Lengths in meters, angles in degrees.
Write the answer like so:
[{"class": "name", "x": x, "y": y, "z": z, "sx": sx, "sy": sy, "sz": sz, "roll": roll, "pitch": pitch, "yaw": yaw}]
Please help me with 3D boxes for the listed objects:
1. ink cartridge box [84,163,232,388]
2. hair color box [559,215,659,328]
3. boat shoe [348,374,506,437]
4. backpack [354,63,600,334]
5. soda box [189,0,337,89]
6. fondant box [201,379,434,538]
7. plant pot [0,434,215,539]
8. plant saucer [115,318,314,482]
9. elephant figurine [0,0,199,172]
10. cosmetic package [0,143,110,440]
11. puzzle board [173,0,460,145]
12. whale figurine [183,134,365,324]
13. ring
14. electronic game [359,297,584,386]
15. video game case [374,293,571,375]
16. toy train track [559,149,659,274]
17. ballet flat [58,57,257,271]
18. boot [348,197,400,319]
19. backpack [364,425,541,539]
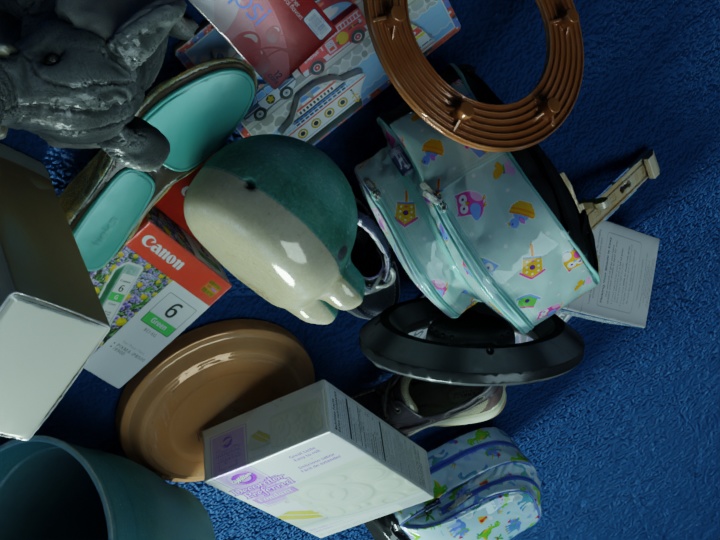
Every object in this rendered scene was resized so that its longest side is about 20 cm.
[{"class": "ink cartridge box", "x": -0.168, "y": -0.003, "z": 0.798, "sx": 0.200, "sy": 0.050, "sz": 0.109, "roll": -41, "pitch": 136, "yaw": 6}, {"class": "hair color box", "x": 0.219, "y": -0.005, "z": 1.003, "sx": 0.199, "sy": 0.060, "sz": 0.101, "roll": 13, "pitch": 85, "yaw": -39}, {"class": "boat shoe", "x": 0.050, "y": 0.134, "z": 1.006, "sx": 0.199, "sy": 0.072, "sz": 0.065, "roll": -11, "pitch": 145, "yaw": 7}, {"class": "backpack", "x": 0.100, "y": -0.043, "z": 0.804, "sx": 0.153, "sy": 0.200, "sz": 0.176, "roll": -40, "pitch": 151, "yaw": 5}, {"class": "soda box", "x": -0.104, "y": -0.213, "z": 0.634, "sx": 0.063, "sy": 0.070, "sz": 0.200, "roll": -42, "pitch": 131, "yaw": 4}, {"class": "fondant box", "x": -0.038, "y": 0.191, "z": 0.961, "sx": 0.144, "sy": 0.058, "sz": 0.200, "roll": -25, "pitch": 139, "yaw": 21}, {"class": "plant pot", "x": -0.236, "y": 0.257, "z": 0.888, "sx": 0.200, "sy": 0.200, "sz": 0.188, "roll": -47, "pitch": 150, "yaw": 12}, {"class": "plant saucer", "x": -0.136, "y": 0.134, "z": 0.949, "sx": 0.199, "sy": 0.032, "sz": 0.201, "roll": -17, "pitch": 133, "yaw": -19}, {"class": "elephant figurine", "x": -0.167, "y": -0.120, "z": 0.590, "sx": 0.155, "sy": 0.200, "sz": 0.142, "roll": -34, "pitch": 136, "yaw": -2}, {"class": "cosmetic package", "x": -0.244, "y": 0.004, "z": 0.648, "sx": 0.071, "sy": 0.200, "sz": 0.105, "roll": 26, "pitch": 111, "yaw": -43}, {"class": "puzzle board", "x": -0.025, "y": -0.180, "z": 0.762, "sx": 0.200, "sy": 0.017, "sz": 0.151, "roll": -38, "pitch": 136, "yaw": 2}, {"class": "whale figurine", "x": -0.053, "y": -0.029, "z": 0.754, "sx": 0.104, "sy": 0.159, "sz": 0.200, "roll": -54, "pitch": 158, "yaw": -15}, {"class": "ring", "x": 0.092, "y": -0.187, "z": 0.726, "sx": 0.200, "sy": 0.202, "sz": 0.019, "roll": -3, "pitch": 169, "yaw": -30}, {"class": "electronic game", "x": 0.098, "y": 0.062, "z": 0.870, "sx": 0.199, "sy": 0.200, "sz": 0.042, "roll": -7, "pitch": 106, "yaw": -27}, {"class": "video game case", "x": 0.132, "y": 0.061, "z": 1.060, "sx": 0.200, "sy": 0.023, "sz": 0.182, "roll": 27, "pitch": 109, "yaw": -44}, {"class": "toy train track", "x": 0.245, "y": -0.062, "z": 0.960, "sx": 0.200, "sy": 0.032, "sz": 0.115, "roll": -39, "pitch": 115, "yaw": -32}, {"class": "ballet flat", "x": -0.159, "y": -0.088, "z": 0.722, "sx": 0.200, "sy": 0.071, "sz": 0.071, "roll": -48, "pitch": 135, "yaw": 7}, {"class": "boot", "x": 0.000, "y": 0.000, "z": 0.876, "sx": 0.073, "sy": 0.090, "sz": 0.200, "roll": -34, "pitch": 136, "yaw": -2}, {"class": "backpack", "x": 0.116, "y": 0.276, "z": 1.162, "sx": 0.200, "sy": 0.154, "sz": 0.164, "roll": -37, "pitch": 131, "yaw": -17}]
